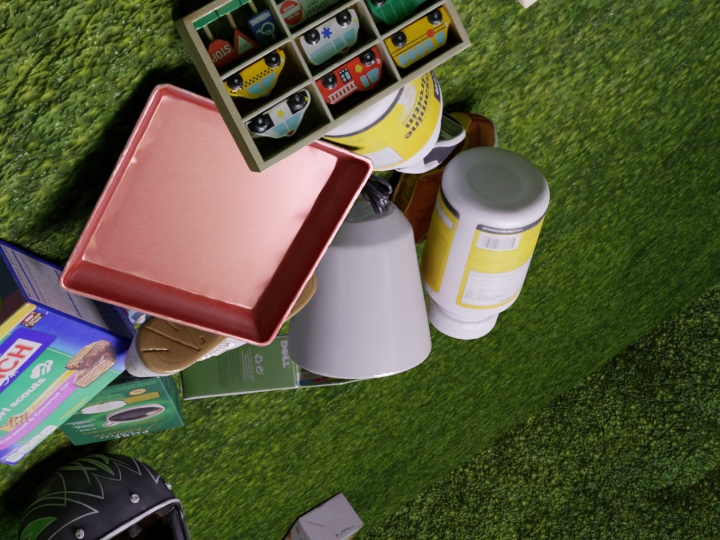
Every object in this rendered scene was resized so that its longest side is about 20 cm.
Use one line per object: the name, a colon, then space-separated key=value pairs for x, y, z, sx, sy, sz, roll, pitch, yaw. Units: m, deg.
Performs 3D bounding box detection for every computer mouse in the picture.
computer mouse: x=0.033 y=-0.112 z=1.404 sx=0.200 sy=0.109 sz=0.044 roll=-25 pitch=142 yaw=-50

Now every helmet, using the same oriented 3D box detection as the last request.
helmet: x=-0.291 y=0.302 z=1.646 sx=0.198 sy=0.192 sz=0.200 roll=-12 pitch=-167 yaw=3

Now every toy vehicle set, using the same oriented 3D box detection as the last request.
toy vehicle set: x=-0.025 y=-0.177 z=1.089 sx=0.199 sy=0.125 sz=0.026 roll=-33 pitch=-165 yaw=-17

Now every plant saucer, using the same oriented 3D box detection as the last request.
plant saucer: x=-0.120 y=-0.047 z=1.189 sx=0.199 sy=0.037 sz=0.200 roll=17 pitch=117 yaw=-29

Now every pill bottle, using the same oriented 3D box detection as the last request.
pill bottle: x=0.007 y=-0.148 z=1.234 sx=0.112 sy=0.112 sz=0.200 roll=-40 pitch=163 yaw=7
pill bottle: x=0.125 y=-0.024 z=1.544 sx=0.112 sy=0.112 sz=0.201 roll=-27 pitch=147 yaw=-31

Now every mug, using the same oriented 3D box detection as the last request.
mug: x=-0.007 y=0.003 z=1.493 sx=0.148 sy=0.187 sz=0.154 roll=-6 pitch=112 yaw=-10

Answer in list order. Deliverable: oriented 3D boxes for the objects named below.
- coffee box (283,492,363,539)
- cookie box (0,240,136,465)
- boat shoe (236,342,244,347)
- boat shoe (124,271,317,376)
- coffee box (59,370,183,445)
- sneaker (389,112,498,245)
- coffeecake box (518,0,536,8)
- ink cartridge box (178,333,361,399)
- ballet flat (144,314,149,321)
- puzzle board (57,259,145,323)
coffee box: x=-0.087 y=0.523 z=2.792 sx=0.114 sy=0.080 sz=0.200 roll=-25 pitch=158 yaw=-36
cookie box: x=-0.301 y=0.074 z=1.220 sx=0.171 sy=0.075 sz=0.200 roll=-40 pitch=156 yaw=7
boat shoe: x=-0.101 y=0.029 z=1.556 sx=0.200 sy=0.070 sz=0.066 roll=-39 pitch=163 yaw=-22
boat shoe: x=-0.127 y=0.036 z=1.291 sx=0.199 sy=0.071 sz=0.069 roll=-26 pitch=179 yaw=-36
coffee box: x=-0.247 y=0.124 z=1.450 sx=0.122 sy=0.044 sz=0.200 roll=-12 pitch=161 yaw=-2
sneaker: x=0.065 y=-0.097 z=1.582 sx=0.077 sy=0.073 sz=0.200 roll=9 pitch=126 yaw=-45
coffeecake box: x=0.167 y=-0.323 z=1.177 sx=0.153 sy=0.073 sz=0.200 roll=-37 pitch=163 yaw=-2
ink cartridge box: x=-0.089 y=0.100 z=1.596 sx=0.199 sy=0.060 sz=0.104 roll=-8 pitch=177 yaw=26
ballet flat: x=-0.137 y=-0.008 z=1.358 sx=0.072 sy=0.068 sz=0.200 roll=-47 pitch=171 yaw=-52
puzzle board: x=-0.219 y=0.017 z=1.363 sx=0.199 sy=0.017 sz=0.151 roll=-22 pitch=157 yaw=-43
